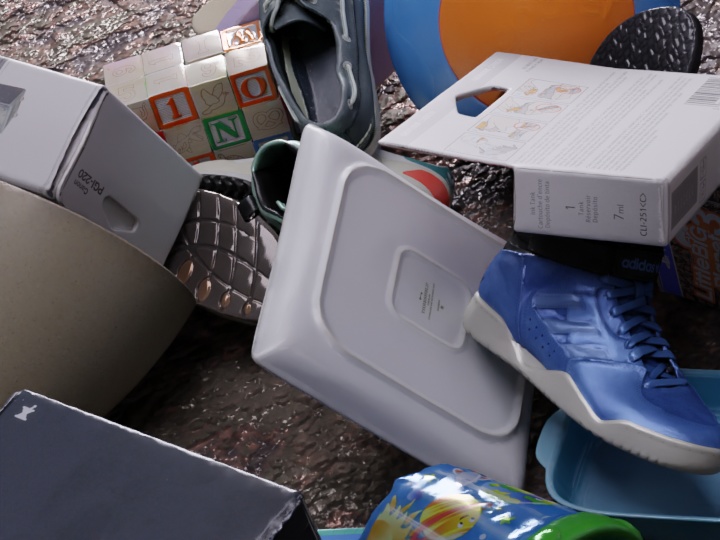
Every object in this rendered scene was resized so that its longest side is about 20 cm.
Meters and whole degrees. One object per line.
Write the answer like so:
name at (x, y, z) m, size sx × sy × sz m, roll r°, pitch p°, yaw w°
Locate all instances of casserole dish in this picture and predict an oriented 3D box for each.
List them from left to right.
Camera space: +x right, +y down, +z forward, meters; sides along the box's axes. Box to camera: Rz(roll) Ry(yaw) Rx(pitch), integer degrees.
casserole dish at (0.202, 0.112, 1.585) m, size 0.199 × 0.039 × 0.121 m, roll 2°, pitch 42°, yaw 23°

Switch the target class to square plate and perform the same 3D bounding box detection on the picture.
square plate at (0.036, 0.022, 1.643) m, size 0.028 × 0.198 × 0.200 m, roll -41°, pitch 27°, yaw 41°

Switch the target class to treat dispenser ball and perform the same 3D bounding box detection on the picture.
treat dispenser ball at (0.115, -0.173, 1.830) m, size 0.200 × 0.201 × 0.201 m, roll -11°, pitch 39°, yaw 9°

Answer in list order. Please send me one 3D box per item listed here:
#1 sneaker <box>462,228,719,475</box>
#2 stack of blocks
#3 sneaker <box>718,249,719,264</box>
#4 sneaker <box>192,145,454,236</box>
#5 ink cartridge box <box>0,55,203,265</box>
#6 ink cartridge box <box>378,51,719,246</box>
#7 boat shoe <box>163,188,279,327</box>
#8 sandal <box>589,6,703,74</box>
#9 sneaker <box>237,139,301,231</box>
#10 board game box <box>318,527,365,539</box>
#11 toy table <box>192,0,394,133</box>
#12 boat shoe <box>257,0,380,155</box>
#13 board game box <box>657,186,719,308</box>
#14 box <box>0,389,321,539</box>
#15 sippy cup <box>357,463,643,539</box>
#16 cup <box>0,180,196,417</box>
sneaker at (0.151, 0.028, 1.569) m, size 0.077 × 0.112 × 0.200 m, roll 10°, pitch 20°, yaw -45°
stack of blocks at (-0.147, -0.087, 1.901) m, size 0.199 × 0.115 × 0.059 m, roll -16°, pitch 38°, yaw 3°
sneaker at (0.281, -0.072, 1.559) m, size 0.199 × 0.114 × 0.076 m, roll -31°, pitch 38°, yaw -12°
sneaker at (-0.028, -0.050, 1.860) m, size 0.199 × 0.071 × 0.093 m, roll 4°, pitch 27°, yaw 28°
ink cartridge box at (-0.225, -0.078, 1.774) m, size 0.199 × 0.146 × 0.085 m, roll 19°, pitch 77°, yaw 31°
ink cartridge box at (0.128, -0.076, 1.614) m, size 0.175 × 0.045 × 0.200 m, roll 8°, pitch 23°, yaw 23°
boat shoe at (-0.106, -0.015, 1.819) m, size 0.200 × 0.073 × 0.075 m, roll 32°, pitch 86°, yaw 33°
sandal at (0.170, -0.075, 1.741) m, size 0.045 × 0.201 × 0.075 m, roll 4°, pitch 21°, yaw -47°
sneaker at (0.000, 0.000, 1.702) m, size 0.074 × 0.118 × 0.201 m, roll -45°, pitch 61°, yaw 10°
board game box at (-0.071, 0.235, 1.541) m, size 0.151 × 0.045 × 0.200 m, roll -5°, pitch 40°, yaw 16°
toy table at (-0.042, -0.199, 1.955) m, size 0.200 × 0.184 × 0.117 m, roll -30°, pitch 44°, yaw 9°
boat shoe at (-0.033, -0.168, 1.821) m, size 0.073 × 0.062 × 0.201 m, roll -18°, pitch 68°, yaw 13°
board game box at (0.300, -0.045, 1.685) m, size 0.200 × 0.097 × 0.159 m, roll 19°, pitch 52°, yaw 38°
box at (-0.110, 0.191, 1.415) m, size 0.199 × 0.197 × 0.124 m, roll 17°, pitch 52°, yaw 35°
sippy cup at (0.070, 0.173, 1.479) m, size 0.130 × 0.178 × 0.140 m, roll 28°, pitch 75°, yaw 40°
cup at (-0.225, 0.041, 1.741) m, size 0.200 × 0.200 × 0.144 m, roll 15°, pitch 73°, yaw 35°
